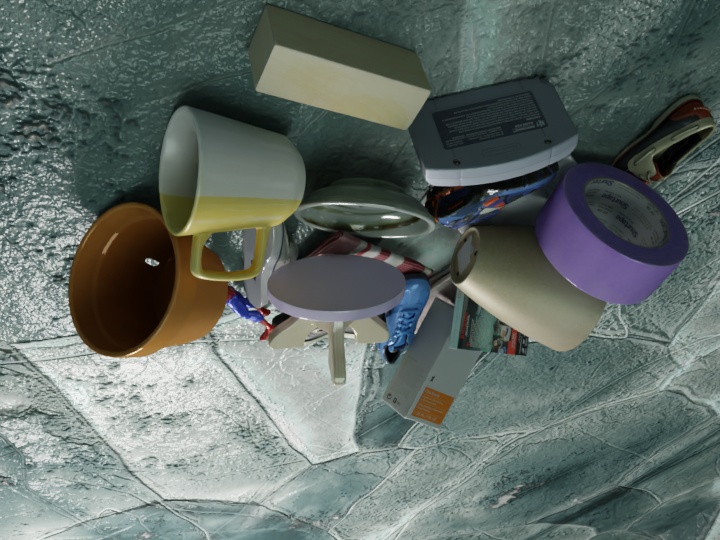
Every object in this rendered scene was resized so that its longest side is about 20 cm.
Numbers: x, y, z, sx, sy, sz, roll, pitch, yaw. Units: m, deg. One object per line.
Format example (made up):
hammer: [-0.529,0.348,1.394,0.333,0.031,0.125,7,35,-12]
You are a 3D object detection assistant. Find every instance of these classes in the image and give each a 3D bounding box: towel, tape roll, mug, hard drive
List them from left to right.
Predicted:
mug: [-0.158,-0.101,0.922,0.152,0.150,0.188,1,128,-33]
towel: [0.000,0.000,1.179,0.199,0.023,0.143,20,143,-38]
towel: [0.171,0.064,1.331,0.190,0.033,0.199,-35,136,25]
hard drive: [0.263,-0.096,1.167,0.199,0.026,0.132,-33,139,21]
tape roll: [0.358,-0.055,1.064,0.197,0.202,0.085,4,139,-23]

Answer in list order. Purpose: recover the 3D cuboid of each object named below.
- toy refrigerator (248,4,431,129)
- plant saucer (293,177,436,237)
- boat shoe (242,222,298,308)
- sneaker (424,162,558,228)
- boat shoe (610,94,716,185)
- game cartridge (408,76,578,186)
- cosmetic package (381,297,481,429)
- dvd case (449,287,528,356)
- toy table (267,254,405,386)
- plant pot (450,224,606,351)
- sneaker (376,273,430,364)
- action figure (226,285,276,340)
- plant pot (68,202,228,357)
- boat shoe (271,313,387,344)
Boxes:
toy refrigerator: [-0.025,-0.228,0.858,0.198,0.077,0.070,9,137,-29]
plant saucer: [0.007,-0.089,1.027,0.197,0.051,0.200,5,171,1]
boat shoe: [-0.127,-0.026,1.098,0.069,0.071,0.201,-27,147,-32]
sneaker: [0.193,-0.119,1.088,0.198,0.076,0.078,-20,152,19]
boat shoe: [0.442,-0.167,1.109,0.070,0.063,0.200,8,139,-30]
game cartridge: [0.165,-0.174,0.944,0.197,0.134,0.041,-13,143,-2]
cosmetic package: [0.133,0.160,1.276,0.101,0.071,0.202,25,93,-42]
dvd case: [0.228,0.067,1.259,0.199,0.148,0.022,10,177,-45]
toy table: [-0.038,0.062,1.088,0.197,0.185,0.118,5,128,-4]
plant pot: [0.245,0.007,1.143,0.198,0.189,0.188,17,134,-16]
sneaker: [0.073,0.084,1.235,0.065,0.079,0.201,6,142,-13]
action figure: [-0.220,0.058,1.158,0.098,0.066,0.200,-33,141,3]
plant pot: [-0.274,0.022,1.010,0.199,0.202,0.140,-32,156,21]
boat shoe: [-0.057,0.076,1.225,0.199,0.074,0.064,-5,132,17]
